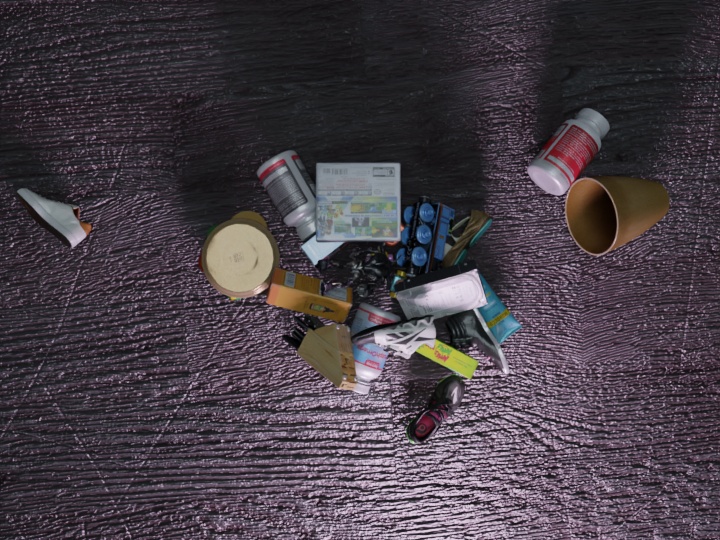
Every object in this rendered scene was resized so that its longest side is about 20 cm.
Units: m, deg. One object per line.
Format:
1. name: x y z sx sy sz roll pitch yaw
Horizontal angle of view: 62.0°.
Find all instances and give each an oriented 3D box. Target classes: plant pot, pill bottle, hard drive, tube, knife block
1. plant pot: 0.635 -0.149 1.447 0.198 0.186 0.188 -13 89 -16
2. pill bottle: 0.512 -0.293 1.467 0.112 0.112 0.200 40 88 0
3. hard drive: 0.191 0.056 1.420 0.198 0.140 0.038 -15 47 12
4. tube: 0.316 0.082 1.487 0.077 0.050 0.201 -35 94 6
5. pill bottle: -0.156 -0.177 1.444 0.110 0.111 0.201 -30 89 -2
6. knife block: -0.104 0.196 1.412 0.174 0.064 0.202 -21 66 28
7. pill bottle: 0.015 0.187 1.440 0.108 0.109 0.202 21 88 -1

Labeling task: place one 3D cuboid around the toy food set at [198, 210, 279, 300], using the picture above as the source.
1. toy food set: -0.296 -0.032 1.467 0.197 0.049 0.201 -30 90 -2

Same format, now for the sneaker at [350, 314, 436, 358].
1. sneaker: 0.079 0.162 1.356 0.198 0.074 0.090 -9 93 -7

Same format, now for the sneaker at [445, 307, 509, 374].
1. sneaker: 0.281 0.182 1.470 0.099 0.071 0.201 -31 83 -2

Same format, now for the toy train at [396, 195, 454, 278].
1. toy train: 0.158 -0.074 1.441 0.113 0.086 0.202 17 78 -34

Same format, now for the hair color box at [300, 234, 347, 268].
1. hair color box: -0.047 -0.091 1.450 0.199 0.099 0.061 -39 88 -2

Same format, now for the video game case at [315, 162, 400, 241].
1. video game case: -0.005 -0.159 1.395 0.198 0.022 0.184 0 85 0

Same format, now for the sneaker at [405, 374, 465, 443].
1. sneaker: 0.190 0.344 1.453 0.076 0.084 0.201 36 88 -1

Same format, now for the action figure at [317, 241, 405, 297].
1. action figure: 0.000 0.000 1.409 0.198 0.102 0.120 -8 82 -13

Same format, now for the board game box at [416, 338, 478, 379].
1. board game box: 0.178 0.190 1.448 0.199 0.102 0.048 27 89 -1

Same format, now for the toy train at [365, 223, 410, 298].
1. toy train: 0.099 -0.022 1.475 0.150 0.056 0.201 -33 89 -2

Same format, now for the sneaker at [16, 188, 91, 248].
1. sneaker: -0.740 -0.141 1.458 0.199 0.073 0.085 39 57 6

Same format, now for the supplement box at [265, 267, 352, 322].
1. supplement box: -0.122 0.060 1.437 0.198 0.069 0.067 17 127 -10

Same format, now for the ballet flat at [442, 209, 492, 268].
1. ballet flat: 0.244 -0.068 1.482 0.072 0.068 0.201 34 87 20
